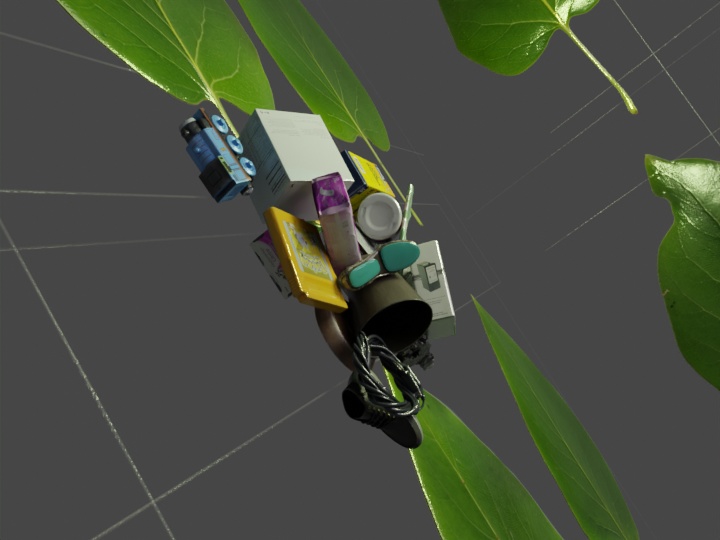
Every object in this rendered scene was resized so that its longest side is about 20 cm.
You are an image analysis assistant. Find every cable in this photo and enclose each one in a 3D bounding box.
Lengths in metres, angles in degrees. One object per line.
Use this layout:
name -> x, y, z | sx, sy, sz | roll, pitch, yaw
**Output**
cable -> 0.042, 0.208, 1.377 | 0.162, 0.051, 0.202 | -4, 54, -56

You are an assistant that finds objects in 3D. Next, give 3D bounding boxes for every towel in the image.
towel -> 0.110, -0.089, 1.736 | 0.153, 0.023, 0.204 | 90, 10, -64

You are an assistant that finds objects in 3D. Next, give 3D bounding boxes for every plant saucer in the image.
plant saucer -> -0.025, 0.134, 1.522 | 0.200, 0.034, 0.202 | 46, 22, -24

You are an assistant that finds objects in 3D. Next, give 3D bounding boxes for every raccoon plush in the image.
raccoon plush -> 0.106, 0.176, 1.735 | 0.135, 0.096, 0.201 | 52, -10, 31

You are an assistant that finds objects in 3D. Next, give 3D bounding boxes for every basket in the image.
basket -> 0.042, 0.067, 1.529 | 0.137, 0.177, 0.201 | 63, -1, -40

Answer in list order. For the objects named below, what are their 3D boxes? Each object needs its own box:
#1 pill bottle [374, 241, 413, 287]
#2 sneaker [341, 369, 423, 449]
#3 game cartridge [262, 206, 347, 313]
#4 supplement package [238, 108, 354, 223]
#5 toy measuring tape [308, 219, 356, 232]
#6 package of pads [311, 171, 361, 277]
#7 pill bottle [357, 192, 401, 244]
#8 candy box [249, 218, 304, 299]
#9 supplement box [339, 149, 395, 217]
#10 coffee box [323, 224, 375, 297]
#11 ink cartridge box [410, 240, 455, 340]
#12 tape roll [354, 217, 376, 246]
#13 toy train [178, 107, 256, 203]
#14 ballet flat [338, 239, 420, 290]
pill bottle -> 0.099, 0.029, 1.859 | 0.201, 0.113, 0.114 | 50, 20, -14
sneaker -> 0.038, 0.294, 1.369 | 0.200, 0.075, 0.106 | 46, 24, 1
game cartridge -> -0.108, -0.018, 1.395 | 0.175, 0.032, 0.203 | 21, 41, -60
supplement package -> -0.156, -0.233, 1.561 | 0.188, 0.147, 0.203 | -6, 60, -43
toy measuring tape -> -0.086, -0.117, 1.692 | 0.197, 0.074, 0.075 | 13, 42, -39
package of pads -> -0.049, -0.095, 1.485 | 0.202, 0.074, 0.122 | 78, -5, -48
pill bottle -> 0.051, -0.126, 1.751 | 0.113, 0.110, 0.200 | 55, 1, 4
candy box -> -0.139, -0.030, 1.476 | 0.138, 0.060, 0.200 | 56, 20, 1
supplement box -> -0.011, -0.218, 1.797 | 0.111, 0.108, 0.199 | 60, 20, 16
coffee box -> 0.000, 0.000, 1.675 | 0.201, 0.113, 0.080 | 51, 19, -13
ink cartridge box -> 0.176, 0.052, 1.721 | 0.146, 0.082, 0.205 | 71, 8, -65
tape roll -> -0.035, -0.136, 1.878 | 0.203, 0.070, 0.204 | 46, 22, -24
toy train -> -0.295, -0.236, 1.416 | 0.202, 0.086, 0.114 | 56, 25, 2
ballet flat -> 0.034, -0.015, 1.486 | 0.075, 0.197, 0.069 | 2, -65, 61
